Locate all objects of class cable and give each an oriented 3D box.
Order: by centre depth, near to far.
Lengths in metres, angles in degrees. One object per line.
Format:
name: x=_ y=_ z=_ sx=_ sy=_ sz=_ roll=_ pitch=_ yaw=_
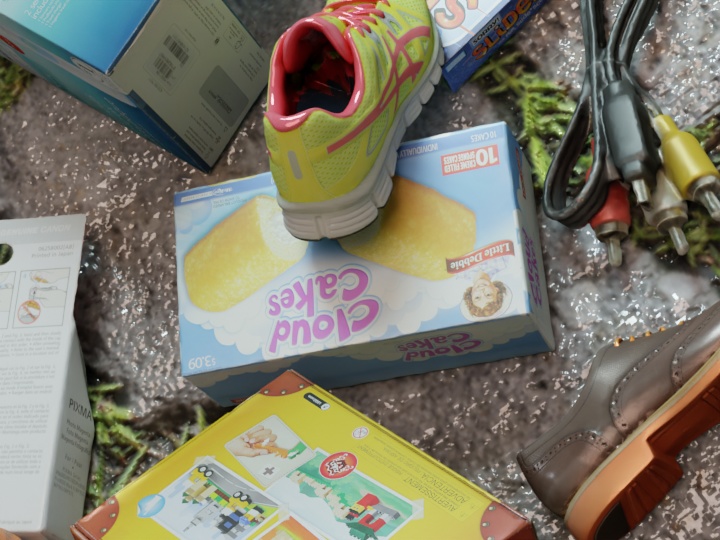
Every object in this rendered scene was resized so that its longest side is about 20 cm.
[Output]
cable: x=0.146 y=-0.093 z=0.979 sx=0.097 sy=0.050 sz=0.200 roll=-24 pitch=51 yaw=28

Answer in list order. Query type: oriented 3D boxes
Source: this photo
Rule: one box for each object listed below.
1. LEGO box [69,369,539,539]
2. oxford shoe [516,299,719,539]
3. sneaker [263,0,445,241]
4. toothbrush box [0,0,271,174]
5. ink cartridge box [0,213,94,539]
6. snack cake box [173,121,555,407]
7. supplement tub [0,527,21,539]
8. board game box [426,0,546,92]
LEGO box: x=-0.025 y=0.151 z=0.851 sx=0.149 sy=0.077 sz=0.200 roll=-35 pitch=37 yaw=-22
oxford shoe: x=0.162 y=0.049 z=0.894 sx=0.200 sy=0.071 sz=0.073 roll=-46 pitch=58 yaw=-1
sneaker: x=-0.007 y=-0.115 z=0.940 sx=0.078 sy=0.090 sz=0.200 roll=-7 pitch=45 yaw=20
toothbrush box: x=-0.170 y=-0.160 z=1.041 sx=0.200 sy=0.146 sz=0.085 roll=31 pitch=83 yaw=25
ink cartridge box: x=-0.239 y=0.071 z=1.041 sx=0.162 sy=0.057 sz=0.200 roll=-4 pitch=61 yaw=18
snack cake box: x=0.000 y=0.000 z=0.968 sx=0.200 sy=0.067 sz=0.115 roll=-11 pitch=66 yaw=15
supplement tub: x=-0.250 y=0.237 z=0.937 sx=0.200 sy=0.123 sz=0.123 roll=-39 pitch=63 yaw=2
board game box: x=0.036 y=-0.219 z=1.054 sx=0.135 sy=0.034 sz=0.200 roll=-45 pitch=63 yaw=-1
